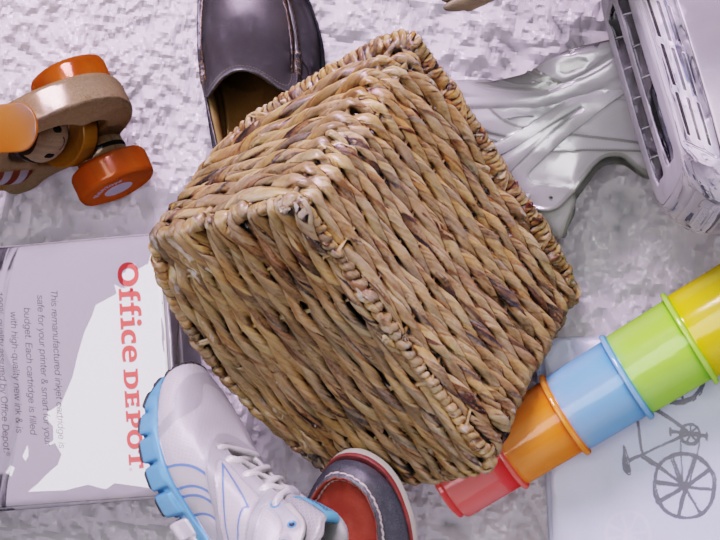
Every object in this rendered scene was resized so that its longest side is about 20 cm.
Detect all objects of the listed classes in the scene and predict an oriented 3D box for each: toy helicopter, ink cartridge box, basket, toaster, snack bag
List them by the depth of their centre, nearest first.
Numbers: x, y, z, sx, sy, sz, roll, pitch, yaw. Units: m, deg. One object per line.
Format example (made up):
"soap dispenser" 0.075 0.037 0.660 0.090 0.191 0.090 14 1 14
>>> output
"toaster" 0.204 -0.112 0.915 0.129 0.114 0.200 -13 79 -3
"basket" 0.000 0.000 0.958 0.143 0.149 0.200 -14 124 41
"snack bag" 0.195 0.125 0.985 0.200 0.021 0.189 -4 83 11
"toy helicopter" -0.223 -0.058 1.012 0.200 0.132 0.079 -26 81 5
"ink cartridge box" -0.194 0.062 1.018 0.200 0.086 0.147 -5 84 7

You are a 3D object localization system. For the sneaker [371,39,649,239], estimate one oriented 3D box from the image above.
"sneaker" 0.079 -0.061 0.996 0.200 0.078 0.100 -15 85 8

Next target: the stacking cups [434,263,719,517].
"stacking cups" 0.127 0.064 0.971 0.200 0.061 0.061 -30 80 10

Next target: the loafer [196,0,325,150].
"loafer" -0.058 -0.108 1.022 0.073 0.072 0.200 -14 81 8

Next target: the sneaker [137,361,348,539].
"sneaker" -0.048 0.127 0.907 0.087 0.075 0.200 -36 60 26

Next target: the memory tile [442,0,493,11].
"memory tile" 0.142 -0.181 0.914 0.200 0.153 0.017 -26 95 -11

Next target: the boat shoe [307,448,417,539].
"boat shoe" -0.022 0.191 0.952 0.071 0.063 0.200 24 114 28
